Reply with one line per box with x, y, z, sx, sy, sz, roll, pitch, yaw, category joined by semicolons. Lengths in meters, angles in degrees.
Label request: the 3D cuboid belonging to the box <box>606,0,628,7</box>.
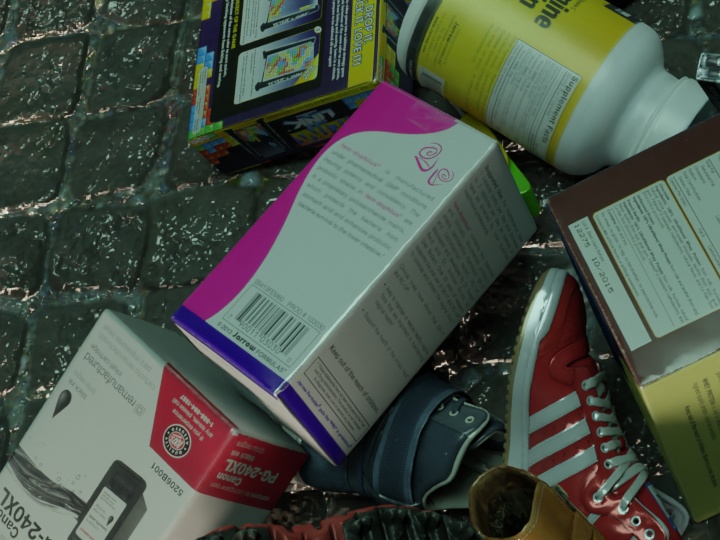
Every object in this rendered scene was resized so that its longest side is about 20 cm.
0.122;-0.292;1.218;0.104;0.148;0.200;-34;55;-1;box

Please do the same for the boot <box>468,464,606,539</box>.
0.137;0.179;0.867;0.077;0.155;0.200;-39;19;-2;boot

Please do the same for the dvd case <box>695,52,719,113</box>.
0.318;-0.093;1.027;0.199;0.146;0.022;11;82;25;dvd case

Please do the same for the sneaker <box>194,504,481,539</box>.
-0.018;0.190;1.021;0.199;0.098;0.071;-3;64;-16;sneaker

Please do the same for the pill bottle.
0.132;-0.134;1.126;0.199;0.112;0.112;33;75;13;pill bottle

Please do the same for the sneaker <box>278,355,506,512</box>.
0.047;0.061;1.076;0.146;0.077;0.203;12;70;33;sneaker

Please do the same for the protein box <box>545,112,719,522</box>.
0.240;0.012;0.959;0.199;0.199;0.135;-26;56;5;protein box

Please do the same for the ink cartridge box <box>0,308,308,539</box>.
-0.150;0.151;1.066;0.145;0.083;0.201;38;97;35;ink cartridge box

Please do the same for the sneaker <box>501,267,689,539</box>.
0.143;0.103;0.991;0.112;0.071;0.201;8;97;22;sneaker

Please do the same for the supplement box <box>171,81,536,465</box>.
0.000;0.000;1.024;0.101;0.103;0.200;33;77;36;supplement box

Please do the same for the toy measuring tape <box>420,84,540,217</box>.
0.059;-0.078;1.170;0.073;0.074;0.200;-32;45;1;toy measuring tape

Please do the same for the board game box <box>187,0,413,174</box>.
-0.041;-0.186;1.259;0.165;0.057;0.201;-13;56;27;board game box
